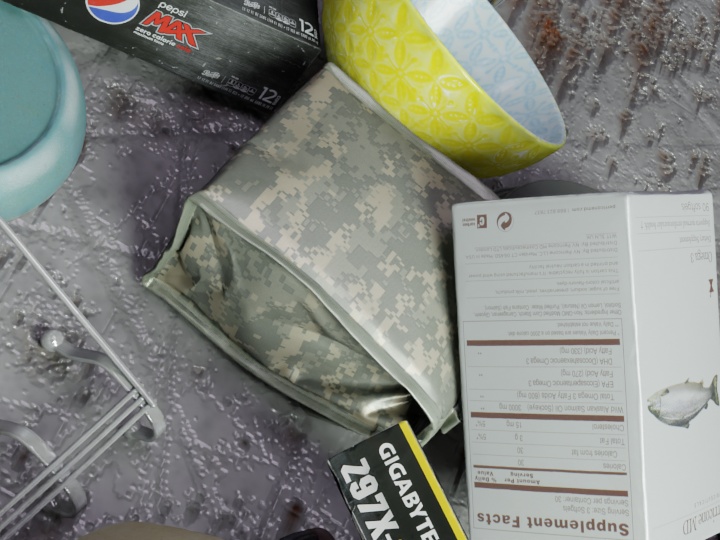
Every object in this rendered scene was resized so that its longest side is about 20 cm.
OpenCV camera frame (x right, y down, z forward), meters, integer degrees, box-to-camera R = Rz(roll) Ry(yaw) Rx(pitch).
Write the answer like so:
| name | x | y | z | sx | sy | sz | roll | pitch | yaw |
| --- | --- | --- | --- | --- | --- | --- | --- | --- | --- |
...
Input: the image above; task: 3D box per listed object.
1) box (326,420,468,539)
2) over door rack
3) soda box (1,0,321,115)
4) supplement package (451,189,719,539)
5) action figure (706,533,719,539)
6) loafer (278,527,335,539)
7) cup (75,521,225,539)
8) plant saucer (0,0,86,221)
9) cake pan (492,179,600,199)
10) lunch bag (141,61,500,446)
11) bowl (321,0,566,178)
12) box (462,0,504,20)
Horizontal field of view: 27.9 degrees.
| name | x | y | z | sx | sy | sz | roll | pitch | yaw |
| --- | --- | --- | --- | --- | --- | --- | --- | --- | --- |
| box | 0.050 | 0.183 | 0.742 | 0.049 | 0.200 | 0.160 | -25 | 64 | -3 |
| over door rack | -0.208 | 0.047 | 0.752 | 0.148 | 0.066 | 0.201 | -44 | 109 | -41 |
| soda box | -0.126 | -0.178 | 0.934 | 0.199 | 0.071 | 0.064 | 20 | 43 | -27 |
| supplement package | 0.134 | 0.057 | 0.837 | 0.117 | 0.117 | 0.201 | -5 | 92 | -54 |
| action figure | 0.242 | 0.170 | 0.924 | 0.069 | 0.130 | 0.201 | -16 | 62 | -22 |
| loafer | 0.013 | 0.226 | 0.785 | 0.063 | 0.072 | 0.200 | -26 | 75 | -45 |
| cup | -0.092 | 0.201 | 0.676 | 0.200 | 0.201 | 0.143 | -18 | 43 | -37 |
| plant saucer | -0.256 | -0.117 | 0.864 | 0.199 | 0.027 | 0.201 | 16 | 54 | -23 |
| cake pan | 0.152 | 0.019 | 1.016 | 0.199 | 0.037 | 0.201 | 15 | 55 | -22 |
| lunch bag | 0.000 | 0.000 | 0.885 | 0.200 | 0.118 | 0.164 | 38 | 49 | 1 |
| bowl | 0.035 | -0.131 | 0.978 | 0.200 | 0.108 | 0.201 | 42 | 24 | -23 |
| box | 0.067 | -0.278 | 1.143 | 0.158 | 0.048 | 0.200 | 46 | 49 | 1 |
